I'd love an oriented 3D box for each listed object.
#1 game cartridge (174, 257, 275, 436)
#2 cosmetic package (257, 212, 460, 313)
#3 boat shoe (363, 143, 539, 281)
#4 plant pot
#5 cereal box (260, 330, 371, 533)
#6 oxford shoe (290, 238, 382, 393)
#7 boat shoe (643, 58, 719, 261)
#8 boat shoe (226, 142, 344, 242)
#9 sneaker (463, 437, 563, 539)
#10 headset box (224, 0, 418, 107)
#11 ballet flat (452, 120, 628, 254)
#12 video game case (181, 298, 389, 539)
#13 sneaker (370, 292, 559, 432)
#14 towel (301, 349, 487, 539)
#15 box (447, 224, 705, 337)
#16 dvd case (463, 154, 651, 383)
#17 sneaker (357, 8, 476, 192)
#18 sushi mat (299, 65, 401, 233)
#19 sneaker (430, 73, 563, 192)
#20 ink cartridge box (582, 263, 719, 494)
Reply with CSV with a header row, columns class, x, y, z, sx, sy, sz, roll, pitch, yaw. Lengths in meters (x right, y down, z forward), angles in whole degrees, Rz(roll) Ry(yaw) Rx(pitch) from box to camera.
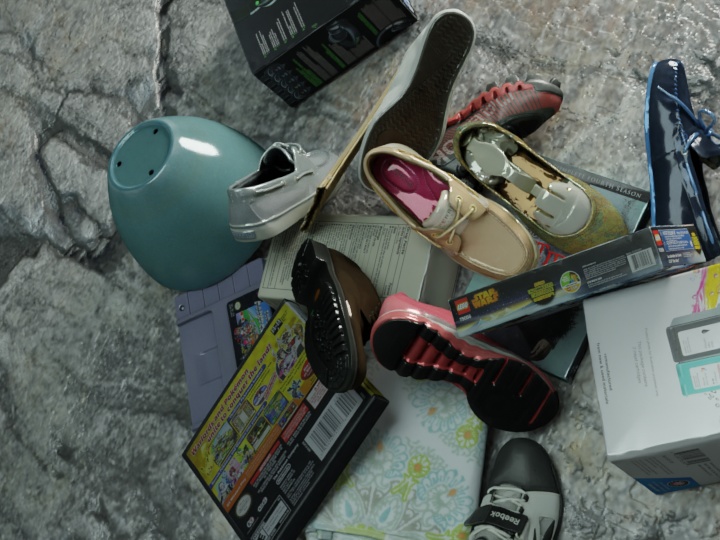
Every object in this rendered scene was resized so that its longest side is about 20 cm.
class,x,y,z,sx,sy,sz,roll,pitch,yaw
game cartridge,-0.138,0.096,1.411,0.129,0.038,0.202,-26,60,24
cosmetic package,0.000,0.000,1.344,0.198,0.071,0.106,6,72,32
boat shoe,0.080,-0.054,1.233,0.199,0.069,0.074,35,102,17
plant pot,-0.210,-0.096,1.452,0.198,0.135,0.202,-16,56,25
cereal box,-0.049,0.166,1.306,0.142,0.040,0.202,4,72,14
oxford shoe,-0.010,0.044,1.214,0.073,0.084,0.201,-59,25,30
boat shoe,0.313,-0.102,1.208,0.068,0.084,0.202,-8,83,32
boat shoe,-0.078,-0.099,1.365,0.069,0.201,0.072,2,116,28
sneaker,0.132,0.245,1.161,0.073,0.088,0.202,-3,68,31
headset box,-0.060,-0.316,1.494,0.199,0.093,0.175,-33,58,16
ballet flat,0.167,-0.079,1.228,0.200,0.071,0.071,40,93,20
video game case,-0.079,0.156,1.251,0.201,0.025,0.181,-56,44,9
sneaker,0.103,0.076,1.201,0.074,0.199,0.087,-55,14,26
towel,0.037,0.180,1.241,0.169,0.048,0.202,6,73,9
box,0.195,0.009,1.148,0.199,0.137,0.040,-21,82,29
dvd case,0.189,-0.006,1.267,0.145,0.022,0.201,24,83,35
sneaker,0.061,-0.172,1.313,0.072,0.085,0.201,28,102,-7
sushi mat,-0.006,-0.131,1.352,0.012,0.096,0.201,31,57,1
sneaker,0.124,-0.130,1.325,0.199,0.071,0.099,-23,60,23
ink cartridge box,0.313,0.087,1.080,0.198,0.147,0.147,-16,63,23
